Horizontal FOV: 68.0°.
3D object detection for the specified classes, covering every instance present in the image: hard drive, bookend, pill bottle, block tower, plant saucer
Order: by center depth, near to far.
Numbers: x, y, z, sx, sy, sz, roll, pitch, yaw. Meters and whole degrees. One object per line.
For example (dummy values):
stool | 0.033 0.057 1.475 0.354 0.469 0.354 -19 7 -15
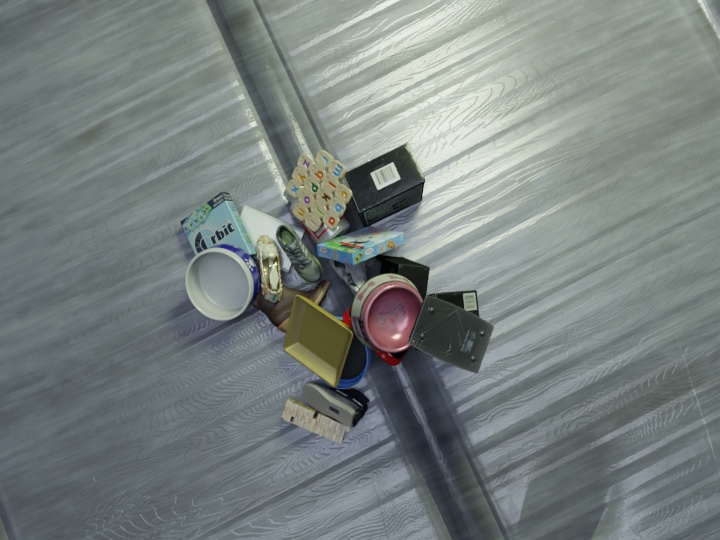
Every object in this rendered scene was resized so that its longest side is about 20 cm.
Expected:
hard drive | 0.219 0.156 1.305 0.196 0.042 0.138 24 83 -13
plant saucer | -0.108 0.184 1.448 0.198 0.048 0.203 31 124 20
bookend | 0.100 0.071 1.471 0.090 0.200 0.204 5 98 -17
block tower | -0.125 0.427 1.514 0.195 0.054 0.059 20 87 5
pill bottle | -0.130 -0.169 1.537 0.112 0.112 0.201 -39 85 -1
hard drive | -0.277 -0.093 1.581 0.196 0.026 0.135 22 86 4

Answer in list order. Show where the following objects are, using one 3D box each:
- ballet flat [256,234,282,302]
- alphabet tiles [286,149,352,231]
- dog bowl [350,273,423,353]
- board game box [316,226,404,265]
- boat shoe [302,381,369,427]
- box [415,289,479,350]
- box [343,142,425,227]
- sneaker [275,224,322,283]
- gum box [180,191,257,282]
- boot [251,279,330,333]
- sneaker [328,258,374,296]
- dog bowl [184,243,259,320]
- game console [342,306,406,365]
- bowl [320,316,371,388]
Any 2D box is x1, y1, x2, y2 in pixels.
ballet flat | -0.251 -0.013 1.514 0.074 0.064 0.205 -6 75 -24
alphabet tiles | -0.112 -0.213 1.441 0.195 0.014 0.203 39 116 20
dog bowl | 0.077 0.113 1.327 0.195 0.074 0.206 -3 99 -17
board game box | 0.002 -0.071 1.460 0.197 0.149 0.038 -22 114 -39
boat shoe | -0.066 0.363 1.516 0.197 0.092 0.076 27 123 27
box | 0.227 0.137 1.438 0.121 0.200 0.153 -3 84 -13
box | 0.067 -0.231 1.489 0.196 0.198 0.126 -25 81 1
sneaker | -0.181 -0.048 1.513 0.074 0.081 0.201 -40 80 -2
gum box | -0.414 -0.096 1.557 0.168 0.044 0.203 -30 84 18
boot | -0.199 0.071 1.539 0.165 0.072 0.201 38 89 5
sneaker | 0.000 0.000 1.504 0.114 0.076 0.200 -39 49 -6
dog bowl | -0.385 0.031 1.497 0.194 0.079 0.206 3 107 10
game console | 0.053 0.159 1.480 0.199 0.177 0.031 42 118 4
bowl | -0.059 0.227 1.495 0.196 0.039 0.206 5 102 27
